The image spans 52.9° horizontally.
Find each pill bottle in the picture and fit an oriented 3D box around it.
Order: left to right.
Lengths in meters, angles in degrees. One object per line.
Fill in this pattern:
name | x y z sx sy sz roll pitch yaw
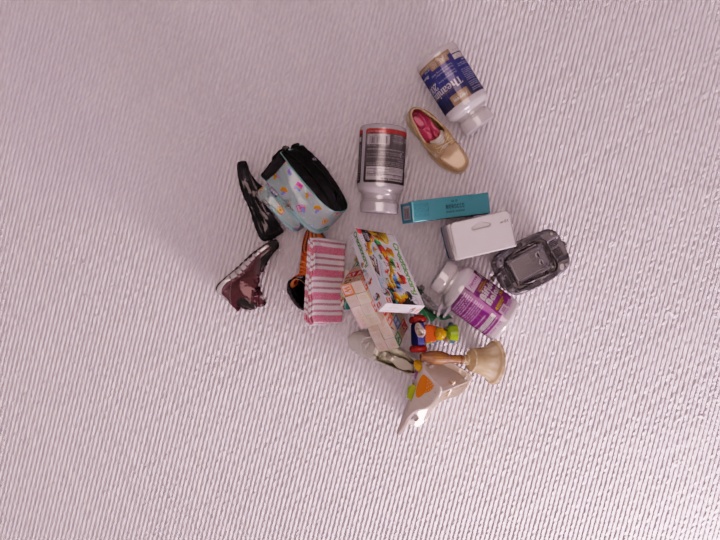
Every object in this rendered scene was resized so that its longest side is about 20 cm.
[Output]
pill bottle | 0.049 -0.239 1.720 0.113 0.116 0.205 4 92 2
pill bottle | 0.228 -0.424 1.710 0.110 0.111 0.202 -33 89 3
pill bottle | 0.266 0.064 1.718 0.198 0.112 0.113 35 92 1

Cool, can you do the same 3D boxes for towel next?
towel | -0.079 0.026 1.719 0.029 0.145 0.205 4 91 30

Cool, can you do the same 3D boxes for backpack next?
backpack | -0.131 -0.178 1.702 0.199 0.176 0.154 41 109 2

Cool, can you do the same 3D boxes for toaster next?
toaster | 0.387 -0.014 1.702 0.197 0.129 0.115 -29 89 2

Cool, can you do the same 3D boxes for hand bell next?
hand bell | 0.229 0.206 1.694 0.196 0.104 0.107 8 92 -19

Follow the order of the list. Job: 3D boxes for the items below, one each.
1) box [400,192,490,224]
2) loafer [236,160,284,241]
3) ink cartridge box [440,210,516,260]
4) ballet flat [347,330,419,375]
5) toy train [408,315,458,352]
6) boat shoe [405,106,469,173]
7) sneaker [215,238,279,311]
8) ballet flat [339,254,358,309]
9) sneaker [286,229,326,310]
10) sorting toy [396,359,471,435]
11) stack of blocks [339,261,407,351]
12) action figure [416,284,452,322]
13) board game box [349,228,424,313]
box | 0.199 -0.146 1.703 0.196 0.082 0.050 -8 92 -16
loafer | -0.245 -0.173 1.761 0.069 0.068 0.204 -21 95 -5
ink cartridge box | 0.268 -0.080 1.670 0.141 0.200 0.087 -14 90 3
ballet flat | 0.061 0.200 1.753 0.197 0.069 0.071 24 92 2
toy train | 0.178 0.146 1.681 0.113 0.200 0.087 -1 84 -3
boat shoe | 0.183 -0.312 1.735 0.200 0.069 0.074 44 93 1
sneaker | -0.249 0.022 1.766 0.199 0.076 0.116 -39 94 13
ballet flat | 0.000 0.000 1.760 0.063 0.075 0.202 32 88 32
sneaker | -0.124 -0.002 1.726 0.076 0.112 0.205 -2 90 24
sorting toy | 0.151 0.306 1.710 0.106 0.199 0.182 34 106 24
stack of blocks | 0.035 0.086 1.682 0.058 0.116 0.203 -14 113 28
action figure | 0.123 0.053 1.718 0.199 0.117 0.055 33 100 35
board game box | 0.058 0.001 1.636 0.035 0.125 0.203 -43 56 36
